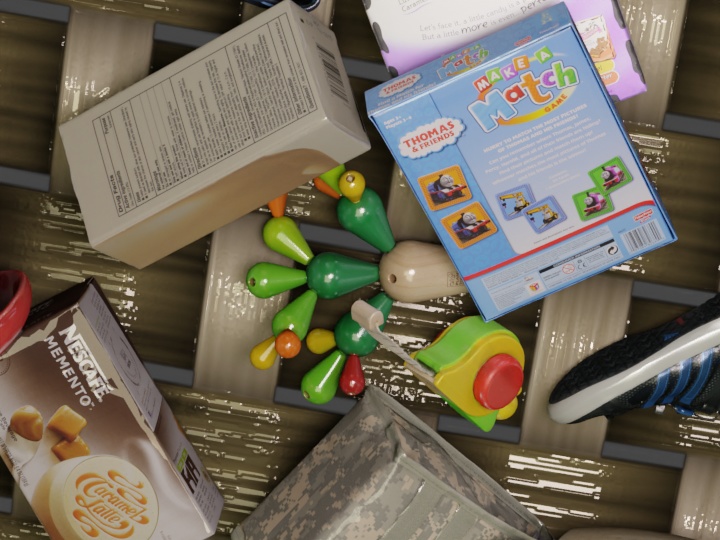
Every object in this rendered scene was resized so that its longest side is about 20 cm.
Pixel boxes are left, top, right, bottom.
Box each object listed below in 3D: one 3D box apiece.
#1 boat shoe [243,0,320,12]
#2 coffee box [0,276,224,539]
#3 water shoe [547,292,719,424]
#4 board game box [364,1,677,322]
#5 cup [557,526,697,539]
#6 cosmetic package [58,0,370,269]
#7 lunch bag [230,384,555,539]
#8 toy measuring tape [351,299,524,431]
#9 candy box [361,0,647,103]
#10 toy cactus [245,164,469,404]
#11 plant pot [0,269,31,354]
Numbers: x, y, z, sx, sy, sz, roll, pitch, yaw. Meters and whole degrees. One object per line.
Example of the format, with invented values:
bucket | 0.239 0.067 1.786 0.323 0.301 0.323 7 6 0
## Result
boat shoe | -0.104 -0.235 1.629 0.199 0.069 0.085 17 104 -32
coffee box | -0.199 0.122 1.765 0.114 0.080 0.201 -26 102 10
water shoe | 0.234 0.079 1.732 0.199 0.072 0.079 -27 104 10
board game box | 0.113 -0.071 1.652 0.151 0.037 0.200 -23 126 11
cup | 0.191 0.266 1.740 0.143 0.200 0.201 32 106 21
cosmetic package | -0.103 -0.093 1.671 0.199 0.071 0.106 -26 65 19
lunch bag | 0.033 0.213 1.753 0.200 0.118 0.164 37 104 -31
toy measuring tape | 0.065 0.051 1.705 0.073 0.074 0.200 -35 139 12
candy box | 0.089 -0.195 1.667 0.167 0.072 0.201 -19 104 9
toy cactus | 0.000 0.000 1.723 0.164 0.102 0.201 -2 97 -6
plant pot | -0.347 0.001 1.685 0.200 0.201 0.183 -26 109 10
